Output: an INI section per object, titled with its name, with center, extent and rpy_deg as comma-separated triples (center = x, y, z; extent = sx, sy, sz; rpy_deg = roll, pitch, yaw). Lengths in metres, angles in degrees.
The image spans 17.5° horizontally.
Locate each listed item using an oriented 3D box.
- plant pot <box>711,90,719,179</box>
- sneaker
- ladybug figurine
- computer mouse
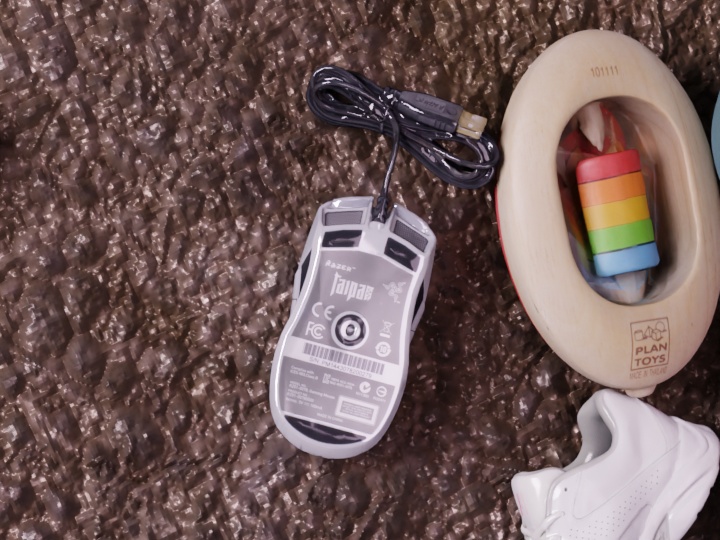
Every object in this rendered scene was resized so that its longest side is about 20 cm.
[plant pot]
center = 0.270, -0.079, 1.265
extent = 0.199, 0.134, 0.202
rpy_deg = 19, 59, -36
[sneaker]
center = 0.115, 0.155, 1.271
extent = 0.099, 0.078, 0.201
rpy_deg = 30, 68, -12
[ladybug figurine]
center = 0.131, -0.029, 1.280
extent = 0.135, 0.072, 0.202
rpy_deg = -7, 90, -25
[computer mouse]
center = 0.000, 0.000, 1.231
extent = 0.109, 0.044, 0.201
rpy_deg = 17, 84, -1
